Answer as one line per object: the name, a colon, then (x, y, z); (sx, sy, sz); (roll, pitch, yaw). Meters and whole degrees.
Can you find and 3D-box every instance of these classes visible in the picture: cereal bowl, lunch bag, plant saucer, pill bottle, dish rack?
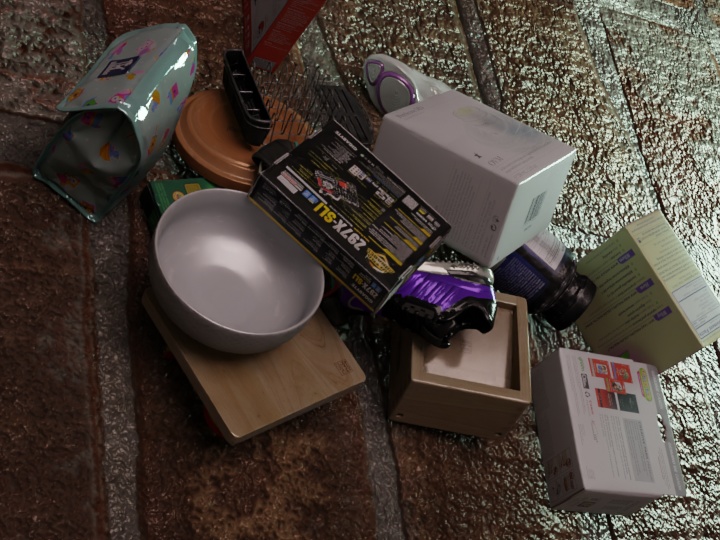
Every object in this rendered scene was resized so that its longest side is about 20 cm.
cereal bowl: (-0.144, 0.011, 1.255); (0.197, 0.084, 0.202); (17, 47, -18)
lunch bag: (-0.271, -0.180, 1.304); (0.121, 0.200, 0.171); (36, 49, -10)
plant saucer: (-0.143, -0.173, 1.460); (0.197, 0.033, 0.202); (13, 40, -11)
pill bottle: (0.235, -0.011, 1.608); (0.199, 0.112, 0.112); (41, 47, -7)
dish rack: (-0.077, -0.217, 1.474); (0.197, 0.055, 0.155); (0, 46, -26)

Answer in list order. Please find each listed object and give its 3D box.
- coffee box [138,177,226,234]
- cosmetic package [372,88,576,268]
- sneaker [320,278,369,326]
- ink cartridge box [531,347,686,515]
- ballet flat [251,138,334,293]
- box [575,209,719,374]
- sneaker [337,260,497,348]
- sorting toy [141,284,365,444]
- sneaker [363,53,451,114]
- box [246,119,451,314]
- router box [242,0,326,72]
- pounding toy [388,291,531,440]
coffee box: (-0.163, -0.056, 1.406); (0.198, 0.044, 0.124); (-9, 66, -37)
cosmetic package: (0.140, -0.126, 1.456); (0.198, 0.124, 0.199); (28, 30, 21)
sneaker: (0.000, 0.000, 1.456); (0.200, 0.070, 0.099); (-45, 121, -42)
ink cartridge box: (0.334, 0.222, 1.542); (0.173, 0.084, 0.203); (10, 57, -24)
ballet flat: (-0.088, -0.061, 1.361); (0.067, 0.068, 0.203); (-11, 70, -14)
box: (0.406, 0.048, 1.645); (0.096, 0.176, 0.202); (-21, 75, -40)
sneaker: (0.073, 0.044, 1.356); (0.197, 0.070, 0.101); (-1, 56, -10)
sorting toy: (-0.129, 0.093, 1.305); (0.197, 0.070, 0.201); (-19, 66, -40)
sneaker: (0.086, -0.259, 1.702); (0.199, 0.075, 0.100); (36, 34, -16)
box: (-0.009, -0.068, 1.313); (0.200, 0.049, 0.160); (42, 46, 5)
router box: (-0.106, -0.411, 1.579); (0.048, 0.179, 0.203); (13, 55, -28)
pounding toy: (0.133, 0.108, 1.466); (0.181, 0.143, 0.202); (12, 52, -11)
